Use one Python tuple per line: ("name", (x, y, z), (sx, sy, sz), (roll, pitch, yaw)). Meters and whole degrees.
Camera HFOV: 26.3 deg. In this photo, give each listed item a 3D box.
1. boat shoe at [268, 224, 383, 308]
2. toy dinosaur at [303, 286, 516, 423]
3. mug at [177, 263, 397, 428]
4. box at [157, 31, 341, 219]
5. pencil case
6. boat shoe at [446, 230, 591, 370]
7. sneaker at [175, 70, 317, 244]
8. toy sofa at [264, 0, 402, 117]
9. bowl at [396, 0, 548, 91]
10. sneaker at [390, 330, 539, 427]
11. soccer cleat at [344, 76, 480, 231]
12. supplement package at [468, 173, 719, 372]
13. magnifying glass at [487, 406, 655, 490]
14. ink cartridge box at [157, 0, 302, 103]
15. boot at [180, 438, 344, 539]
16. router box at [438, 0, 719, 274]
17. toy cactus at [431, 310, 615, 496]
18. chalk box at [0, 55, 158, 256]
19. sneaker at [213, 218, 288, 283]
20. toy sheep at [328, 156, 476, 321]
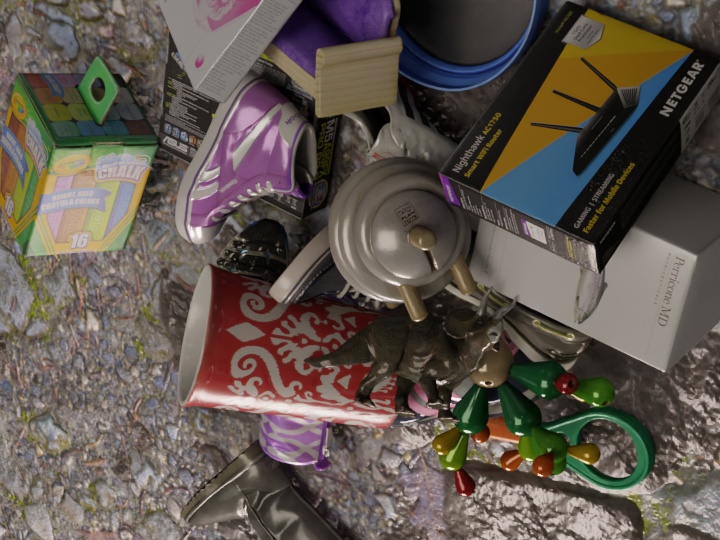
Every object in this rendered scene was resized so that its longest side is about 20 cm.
("boat shoe", (0.000, 0.000, 1.439), (0.093, 0.200, 0.075), (44, 129, 5))
("toy dinosaur", (0.049, 0.075, 1.366), (0.199, 0.077, 0.103), (0, 68, 32))
("mug", (-0.065, 0.074, 1.473), (0.178, 0.199, 0.134), (-137, 59, -74))
("box", (-0.112, -0.164, 1.554), (0.199, 0.044, 0.161), (26, 123, 27))
("pencil case", (-0.053, 0.110, 1.597), (0.085, 0.084, 0.201), (31, 125, 35))
("boat shoe", (0.130, 0.006, 1.415), (0.202, 0.072, 0.060), (41, 140, 9))
("sneaker", (-0.108, -0.082, 1.512), (0.114, 0.073, 0.201), (38, 129, 14))
("toy sofa", (-0.044, -0.224, 1.398), (0.200, 0.082, 0.098), (45, 140, 49))
("bowl", (0.079, -0.261, 1.366), (0.200, 0.039, 0.202), (16, 117, 33))
("sneaker", (0.078, 0.101, 1.502), (0.199, 0.070, 0.082), (-12, 108, 32))
("soccer cleat", (0.054, -0.104, 1.405), (0.200, 0.085, 0.069), (51, 133, 23))
("supplement package", (0.210, -0.023, 1.312), (0.199, 0.117, 0.118), (26, 124, 27))
("magnifying glass", (0.188, 0.160, 1.475), (0.199, 0.022, 0.080), (7, 113, 34))
("ink cartridge box", (-0.107, -0.286, 1.401), (0.200, 0.043, 0.197), (-50, 42, 23))
("boot", (-0.096, 0.305, 1.736), (0.200, 0.073, 0.182), (49, 133, 2))
("router box", (0.179, -0.111, 1.251), (0.149, 0.200, 0.051), (26, 158, 27))
("toy cactus", (0.128, 0.119, 1.392), (0.200, 0.102, 0.166), (-30, 90, 47))
("chalk box", (-0.302, -0.131, 1.642), (0.125, 0.123, 0.201), (56, 137, 37))
("sneaker", (-0.115, 0.018, 1.599), (0.078, 0.090, 0.201), (19, 131, 0))
("toy sheep", (0.036, -0.032, 1.326), (0.200, 0.137, 0.139), (-167, 58, -73))
